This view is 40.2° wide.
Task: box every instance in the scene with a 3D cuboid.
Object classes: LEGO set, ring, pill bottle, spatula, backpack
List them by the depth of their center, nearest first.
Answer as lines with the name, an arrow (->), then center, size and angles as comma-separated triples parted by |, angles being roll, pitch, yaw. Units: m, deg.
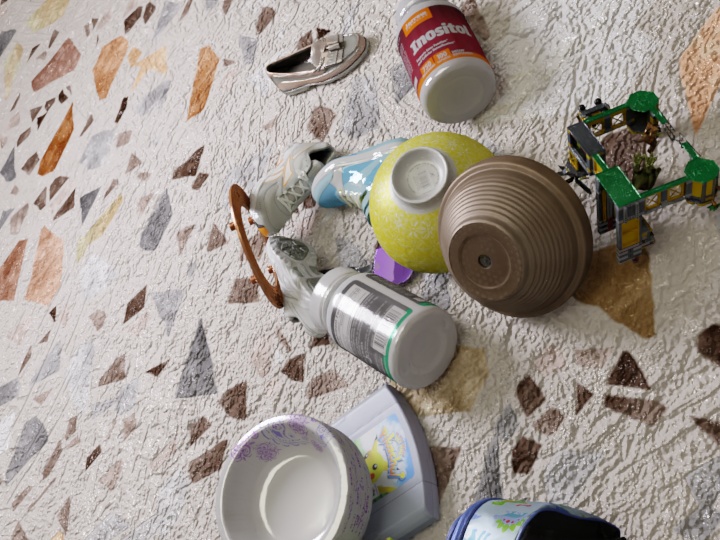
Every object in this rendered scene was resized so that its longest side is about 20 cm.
backpack -> 0.160, 0.322, 0.998 | 0.146, 0.199, 0.185 | 0, 70, 43
LEGO set -> 0.324, -0.103, 1.157 | 0.153, 0.116, 0.201 | -28, 50, -8
pill bottle -> 0.026, 0.070, 1.320 | 0.199, 0.113, 0.114 | 28, 89, 48
pill bottle -> 0.116, -0.318, 1.437 | 0.113, 0.113, 0.201 | -38, 48, 23
spatula -> 0.000, 0.000, 1.445 | 0.199, 0.020, 0.057 | -11, 70, 46
ring -> -0.160, -0.035, 1.495 | 0.019, 0.201, 0.202 | -22, 52, 6

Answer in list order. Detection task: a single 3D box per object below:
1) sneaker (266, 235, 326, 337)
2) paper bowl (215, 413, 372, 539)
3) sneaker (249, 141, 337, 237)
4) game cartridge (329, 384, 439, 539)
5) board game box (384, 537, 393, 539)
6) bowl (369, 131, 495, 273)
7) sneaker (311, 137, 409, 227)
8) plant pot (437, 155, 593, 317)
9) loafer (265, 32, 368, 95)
sneaker -> -0.098, 0.026, 1.483 | 0.200, 0.077, 0.100 | 56, 135, 45
paper bowl -> -0.076, 0.291, 1.245 | 0.199, 0.104, 0.203 | -13, 62, 26
sneaker -> -0.102, -0.138, 1.545 | 0.091, 0.076, 0.201 | -9, 43, 38
game cartridge -> 0.030, 0.254, 1.279 | 0.133, 0.040, 0.201 | -36, 48, 20
board game box -> -0.014, 0.421, 1.161 | 0.199, 0.048, 0.102 | -38, 41, 4
bowl -> 0.093, -0.106, 1.307 | 0.198, 0.108, 0.202 | -7, 70, 19
sneaker -> 0.004, -0.106, 1.459 | 0.199, 0.079, 0.132 | -22, 54, 35
plant pot -> 0.167, -0.028, 1.172 | 0.199, 0.093, 0.203 | 16, 120, 30
loafer -> -0.078, -0.356, 1.677 | 0.199, 0.063, 0.073 | -18, 57, 37
